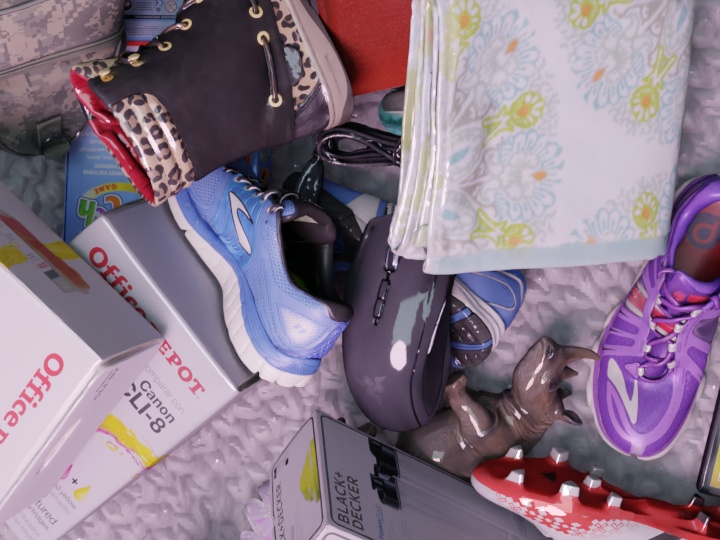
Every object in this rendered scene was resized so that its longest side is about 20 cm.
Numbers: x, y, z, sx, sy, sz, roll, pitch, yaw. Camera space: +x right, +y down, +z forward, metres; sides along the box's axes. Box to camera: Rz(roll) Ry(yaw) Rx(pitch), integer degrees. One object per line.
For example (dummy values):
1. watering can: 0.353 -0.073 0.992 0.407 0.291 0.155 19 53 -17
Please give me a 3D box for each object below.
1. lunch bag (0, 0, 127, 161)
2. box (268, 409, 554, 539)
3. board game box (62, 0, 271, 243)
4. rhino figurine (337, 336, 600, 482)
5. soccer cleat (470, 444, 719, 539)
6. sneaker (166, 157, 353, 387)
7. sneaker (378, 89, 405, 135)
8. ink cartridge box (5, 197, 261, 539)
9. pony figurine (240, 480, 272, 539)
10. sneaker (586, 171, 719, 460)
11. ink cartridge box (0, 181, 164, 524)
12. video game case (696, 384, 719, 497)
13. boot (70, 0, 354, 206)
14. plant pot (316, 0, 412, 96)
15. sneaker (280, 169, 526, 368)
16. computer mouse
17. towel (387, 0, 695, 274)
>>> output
1. lunch bag: -0.257 -0.193 0.895 0.139 0.168 0.200 -26 65 -32
2. box: 0.041 0.182 0.830 0.199 0.117 0.060 28 114 -19
3. board game box: -0.140 -0.107 0.950 0.151 0.037 0.201 3 90 11
4. rhino figurine: 0.076 0.105 0.894 0.199 0.060 0.088 -30 109 9
5. soccer cleat: 0.165 0.178 0.860 0.199 0.069 0.086 15 108 -4
6. sneaker: -0.058 -0.028 0.840 0.089 0.078 0.200 -42 62 27
7. sneaker: 0.112 -0.127 0.891 0.199 0.078 0.092 -1 76 6
8. ink cartridge box: -0.167 0.062 0.880 0.200 0.145 0.145 -39 89 19
9. pony figurine: -0.085 0.254 0.882 0.166 0.200 0.193 -37 68 16
10. sneaker: 0.204 0.028 0.859 0.080 0.083 0.201 17 94 11
11. ink cartridge box: -0.240 0.034 0.776 0.200 0.083 0.145 42 109 9
12. video game case: 0.337 0.073 0.863 0.180 0.025 0.201 13 94 11
13. boot: -0.112 -0.150 0.808 0.150 0.073 0.201 -32 94 -20
14. plant pot: 0.049 -0.254 0.815 0.199 0.176 0.201 -10 70 10
15. sneaker: 0.026 -0.010 0.909 0.200 0.077 0.076 37 141 21
16. computer mouse: 0.000 0.000 0.842 0.140 0.046 0.201 17 102 28
17. towel: 0.114 -0.087 0.781 0.199 0.048 0.172 -4 109 -27
